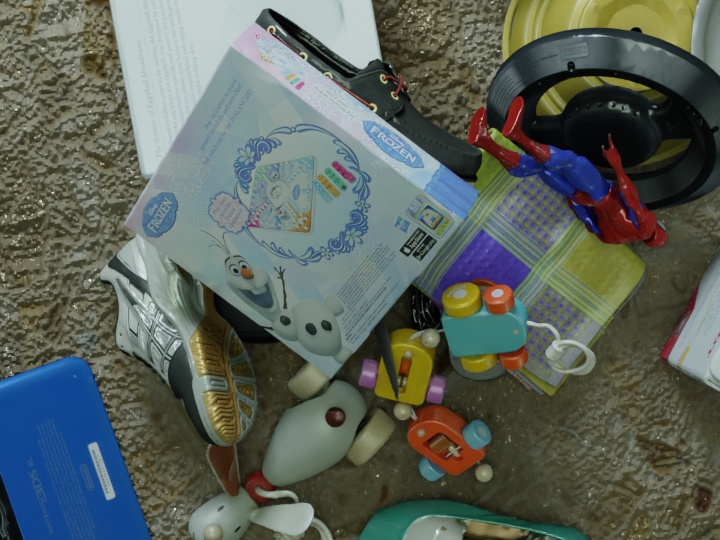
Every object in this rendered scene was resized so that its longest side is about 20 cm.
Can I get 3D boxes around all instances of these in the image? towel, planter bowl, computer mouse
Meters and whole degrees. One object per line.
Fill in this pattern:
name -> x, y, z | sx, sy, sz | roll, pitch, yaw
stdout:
towel -> 0.129, -0.004, 1.163 | 0.200, 0.023, 0.144 | 41, 92, -22
planter bowl -> 0.216, -0.186, 1.159 | 0.200, 0.083, 0.201 | 0, 91, 2
computer mouse -> -0.028, -0.009, 1.183 | 0.199, 0.046, 0.141 | -1, 92, 9

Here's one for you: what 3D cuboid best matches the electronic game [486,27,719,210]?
electronic game -> 0.196, -0.112, 1.119 | 0.200, 0.200, 0.042 | 17, 57, 2

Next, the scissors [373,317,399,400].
scissors -> 0.000, 0.000, 1.107 | 0.073, 0.014, 0.201 | 6, 108, 25

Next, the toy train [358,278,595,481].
toy train -> 0.087, 0.081, 1.148 | 0.150, 0.056, 0.200 | 34, 127, -15

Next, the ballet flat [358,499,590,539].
ballet flat -> 0.097, 0.229, 1.182 | 0.199, 0.070, 0.068 | 6, 92, 2

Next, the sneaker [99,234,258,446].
sneaker -> -0.151, 0.062, 1.173 | 0.088, 0.076, 0.200 | -32, 64, 19

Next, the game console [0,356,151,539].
game console -> -0.293, 0.194, 1.224 | 0.170, 0.118, 0.200 | -20, 91, -28

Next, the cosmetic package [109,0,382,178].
cosmetic package -> -0.087, -0.187, 1.150 | 0.199, 0.123, 0.200 | -9, 93, 1

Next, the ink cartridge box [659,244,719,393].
ink cartridge box -> 0.312, 0.032, 1.102 | 0.083, 0.200, 0.146 | 29, 93, 1

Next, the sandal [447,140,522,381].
sandal -> 0.104, -0.008, 1.187 | 0.075, 0.045, 0.201 | 0, 92, 2

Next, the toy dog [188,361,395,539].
toy dog -> -0.058, 0.159, 1.173 | 0.132, 0.096, 0.200 | 25, 92, 2

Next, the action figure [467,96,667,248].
action figure -> 0.172, -0.069, 1.113 | 0.200, 0.065, 0.052 | 34, 60, -31

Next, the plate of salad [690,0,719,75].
plate of salad -> 0.346, -0.171, 1.139 | 0.200, 0.048, 0.201 | -1, 93, -25

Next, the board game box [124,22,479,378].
board game box -> -0.048, -0.044, 1.047 | 0.199, 0.043, 0.200 | 37, 131, -3

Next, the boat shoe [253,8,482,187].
boat shoe -> 0.003, -0.123, 1.053 | 0.201, 0.074, 0.063 | 29, 105, 3
